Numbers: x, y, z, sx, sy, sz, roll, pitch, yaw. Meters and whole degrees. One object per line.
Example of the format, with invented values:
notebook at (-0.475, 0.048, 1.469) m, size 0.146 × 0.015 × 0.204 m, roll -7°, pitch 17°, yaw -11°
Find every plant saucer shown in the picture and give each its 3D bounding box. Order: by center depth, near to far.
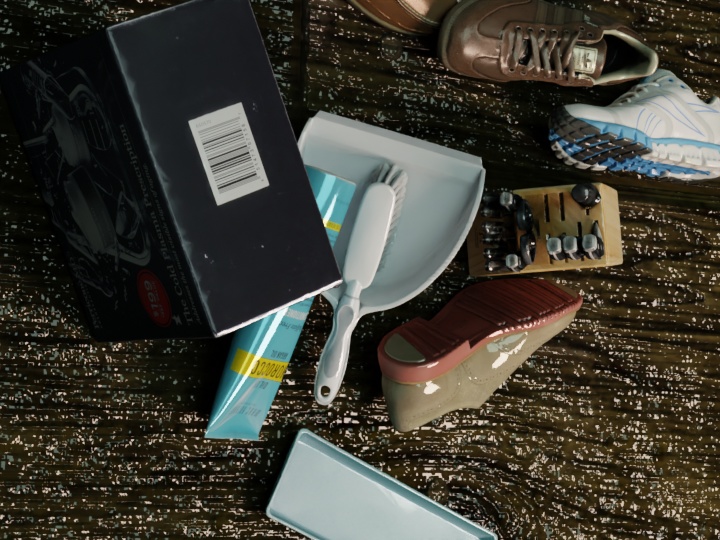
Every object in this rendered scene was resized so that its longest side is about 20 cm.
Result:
plant saucer at (0.016, 0.191, 1.298) m, size 0.200 × 0.019 × 0.070 m, roll 31°, pitch 72°, yaw -26°

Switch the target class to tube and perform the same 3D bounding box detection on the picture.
tube at (-0.059, 0.024, 1.217) m, size 0.077 × 0.050 × 0.201 m, roll 17°, pitch 93°, yaw -59°

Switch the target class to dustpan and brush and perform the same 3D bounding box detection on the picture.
dustpan and brush at (0.000, 0.000, 1.262) m, size 0.139 × 0.057 × 0.201 m, roll 16°, pitch 108°, yaw 2°

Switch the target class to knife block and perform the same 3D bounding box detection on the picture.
knife block at (0.167, -0.033, 1.312) m, size 0.200 × 0.175 × 0.064 m, roll -4°, pitch 90°, yaw -32°

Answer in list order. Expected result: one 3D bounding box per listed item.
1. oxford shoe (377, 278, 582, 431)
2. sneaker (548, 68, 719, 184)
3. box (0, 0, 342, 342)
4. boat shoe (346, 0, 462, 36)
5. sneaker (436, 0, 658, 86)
oxford shoe at (0.091, 0.062, 1.336) m, size 0.200 × 0.070 × 0.075 m, roll -20°, pitch 124°, yaw -33°
sneaker at (0.229, -0.126, 1.426) m, size 0.200 × 0.075 × 0.087 m, roll 7°, pitch 76°, yaw -39°
box at (-0.127, -0.062, 1.126) m, size 0.104 × 0.182 × 0.201 m, roll -23°, pitch 99°, yaw -30°
boat shoe at (0.006, -0.252, 1.281) m, size 0.200 × 0.074 × 0.076 m, roll 41°, pitch 67°, yaw -26°
sneaker at (0.151, -0.179, 1.351) m, size 0.200 × 0.075 × 0.071 m, roll -6°, pitch 111°, yaw -39°
